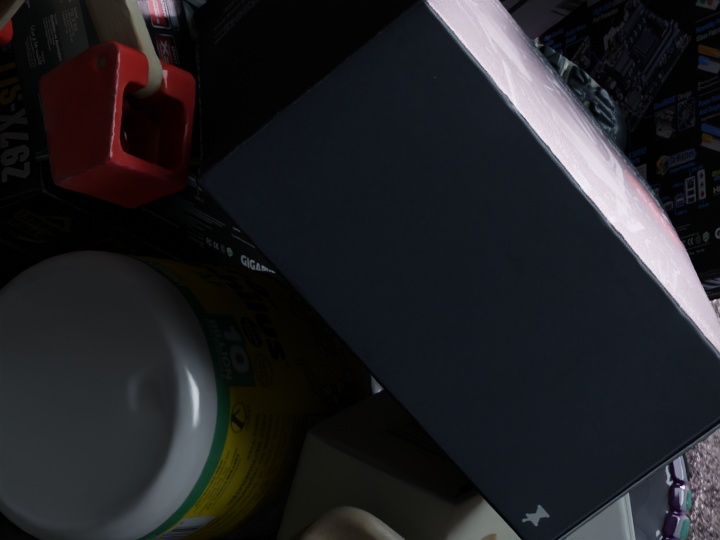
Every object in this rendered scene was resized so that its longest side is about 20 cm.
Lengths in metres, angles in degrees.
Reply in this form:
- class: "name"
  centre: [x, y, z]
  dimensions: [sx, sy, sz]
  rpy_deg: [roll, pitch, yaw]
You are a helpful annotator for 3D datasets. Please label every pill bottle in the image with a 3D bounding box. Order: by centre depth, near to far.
- class: "pill bottle"
  centre: [-0.063, 0.054, 0.976]
  dimensions: [0.200, 0.112, 0.114]
  rpy_deg: [8, 69, -62]

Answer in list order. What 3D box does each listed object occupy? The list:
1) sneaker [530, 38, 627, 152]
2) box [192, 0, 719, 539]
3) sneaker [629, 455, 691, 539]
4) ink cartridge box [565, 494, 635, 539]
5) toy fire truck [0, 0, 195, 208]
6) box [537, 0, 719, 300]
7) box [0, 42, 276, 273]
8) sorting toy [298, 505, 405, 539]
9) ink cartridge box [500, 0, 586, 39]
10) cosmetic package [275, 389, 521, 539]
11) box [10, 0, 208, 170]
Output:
- class: "sneaker"
  centre: [0.036, -0.077, 1.157]
  dimensions: [0.086, 0.199, 0.078]
  rpy_deg: [3, 94, -70]
- class: "box"
  centre: [0.037, -0.029, 0.909]
  dimensions: [0.200, 0.104, 0.182]
  rpy_deg: [48, 14, -22]
- class: "sneaker"
  centre: [0.129, 0.162, 1.314]
  dimensions: [0.087, 0.074, 0.201]
  rpy_deg: [5, 89, -53]
- class: "ink cartridge box"
  centre: [0.082, 0.136, 1.085]
  dimensions: [0.147, 0.082, 0.201]
  rpy_deg: [-84, 165, -83]
- class: "toy fire truck"
  centre: [-0.137, -0.112, 0.880]
  dimensions: [0.049, 0.140, 0.201]
  rpy_deg: [16, 62, -57]
- class: "box"
  centre: [0.155, -0.085, 1.161]
  dimensions: [0.049, 0.200, 0.200]
  rpy_deg: [6, 77, -28]
- class: "box"
  centre: [-0.101, -0.071, 1.042]
  dimensions: [0.200, 0.049, 0.161]
  rpy_deg: [29, 49, -56]
- class: "sorting toy"
  centre: [0.002, 0.217, 0.899]
  dimensions: [0.185, 0.200, 0.036]
  rpy_deg: [39, -4, -8]
- class: "ink cartridge box"
  centre: [0.047, -0.175, 1.178]
  dimensions: [0.145, 0.200, 0.085]
  rpy_deg: [6, 68, -27]
- class: "cosmetic package"
  centre: [0.005, 0.154, 0.981]
  dimensions: [0.105, 0.071, 0.201]
  rpy_deg: [-24, 134, -59]
- class: "box"
  centre: [-0.094, -0.143, 0.990]
  dimensions: [0.159, 0.046, 0.201]
  rpy_deg: [0, 76, -64]
